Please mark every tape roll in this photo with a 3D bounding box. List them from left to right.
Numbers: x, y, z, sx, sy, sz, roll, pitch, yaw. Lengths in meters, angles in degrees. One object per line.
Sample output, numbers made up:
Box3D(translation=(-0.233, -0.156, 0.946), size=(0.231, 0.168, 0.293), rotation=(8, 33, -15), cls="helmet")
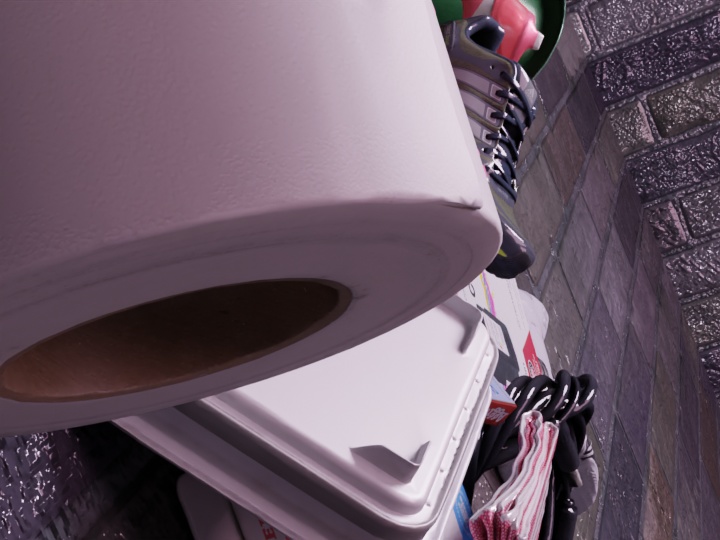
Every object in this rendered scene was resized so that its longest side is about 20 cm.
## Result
Box3D(translation=(-0.072, -0.044, 0.440), size=(0.203, 0.201, 0.140), rotation=(22, 51, -68), cls="tape roll")

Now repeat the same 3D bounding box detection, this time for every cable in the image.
Box3D(translation=(0.095, 0.140, 0.905), size=(0.199, 0.051, 0.164), rotation=(4, 109, -58), cls="cable")

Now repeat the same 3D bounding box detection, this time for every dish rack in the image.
Box3D(translation=(-0.018, 0.032, 0.640), size=(0.171, 0.044, 0.200), rotation=(32, 27, 0), cls="dish rack")

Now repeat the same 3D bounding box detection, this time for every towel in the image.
Box3D(translation=(0.072, 0.192, 0.804), size=(0.146, 0.030, 0.202), rotation=(-47, 147, -69), cls="towel")

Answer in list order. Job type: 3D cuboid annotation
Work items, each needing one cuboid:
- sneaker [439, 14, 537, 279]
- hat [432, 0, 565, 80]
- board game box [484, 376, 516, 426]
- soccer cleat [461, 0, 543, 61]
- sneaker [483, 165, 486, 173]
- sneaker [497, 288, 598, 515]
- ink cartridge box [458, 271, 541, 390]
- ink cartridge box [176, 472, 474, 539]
Box3D(translation=(0.070, -0.083, 0.873), size=(0.074, 0.081, 0.201), rotation=(47, 20, -51), cls="sneaker")
Box3D(translation=(0.026, -0.216, 1.049), size=(0.176, 0.198, 0.167), rotation=(46, 45, -53), cls="hat")
Box3D(translation=(0.000, 0.000, 0.796), size=(0.200, 0.019, 0.103), rotation=(53, 17, 28), cls="board game box")
Box3D(translation=(0.054, -0.105, 1.031), size=(0.076, 0.201, 0.067), rotation=(29, 11, 0), cls="soccer cleat")
Box3D(translation=(0.010, -0.068, 0.819), size=(0.078, 0.095, 0.201), rotation=(8, 58, -27), cls="sneaker")
Box3D(translation=(0.132, 0.093, 1.156), size=(0.201, 0.075, 0.115), rotation=(59, 22, -22), cls="sneaker")
Box3D(translation=(0.046, 0.033, 0.944), size=(0.200, 0.082, 0.147), rotation=(34, 39, -63), cls="ink cartridge box")
Box3D(translation=(-0.007, 0.117, 0.709), size=(0.117, 0.067, 0.200), rotation=(69, 17, -2), cls="ink cartridge box")
